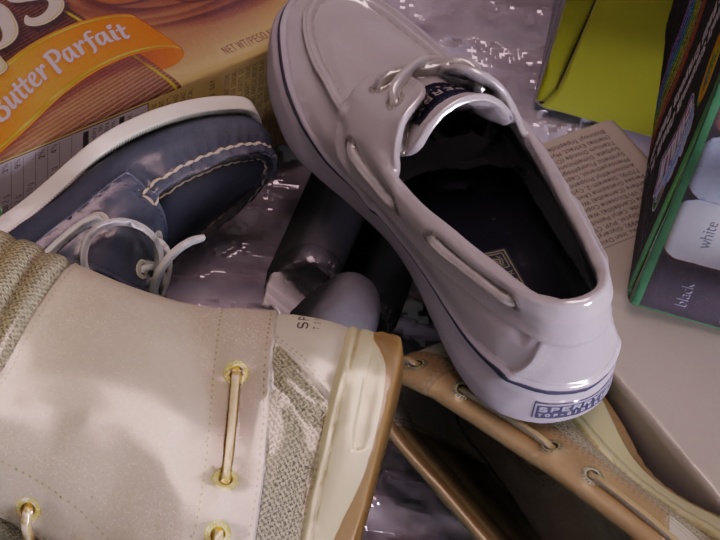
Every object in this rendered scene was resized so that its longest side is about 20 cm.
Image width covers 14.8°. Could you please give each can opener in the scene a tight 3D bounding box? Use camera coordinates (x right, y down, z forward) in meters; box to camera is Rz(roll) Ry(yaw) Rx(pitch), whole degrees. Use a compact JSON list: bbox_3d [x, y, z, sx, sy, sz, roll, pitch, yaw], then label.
[{"bbox_3d":[0.000,0.000,0.989,0.053,0.066,0.200,40,40,-17],"label":"can opener"}]

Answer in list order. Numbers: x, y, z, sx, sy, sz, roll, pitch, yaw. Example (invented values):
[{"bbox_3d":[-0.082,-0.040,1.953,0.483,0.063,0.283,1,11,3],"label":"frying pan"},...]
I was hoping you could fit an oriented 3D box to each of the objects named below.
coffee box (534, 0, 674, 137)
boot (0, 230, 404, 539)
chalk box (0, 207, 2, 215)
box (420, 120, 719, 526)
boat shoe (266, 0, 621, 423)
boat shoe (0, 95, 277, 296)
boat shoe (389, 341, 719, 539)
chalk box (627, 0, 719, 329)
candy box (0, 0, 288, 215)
[{"bbox_3d":[0.195,-0.173,1.099,0.199,0.201,0.198,14,46,0],"label":"coffee box"},{"bbox_3d":[-0.083,0.094,0.851,0.154,0.072,0.201,16,71,3],"label":"boot"},{"bbox_3d":[-0.219,0.030,0.841,0.123,0.124,0.201,24,82,12],"label":"chalk box"},{"bbox_3d":[0.110,0.043,0.971,0.082,0.069,0.200,-19,55,-27],"label":"box"},{"bbox_3d":[0.031,-0.041,0.940,0.073,0.066,0.200,-22,54,-24],"label":"boat shoe"},{"bbox_3d":[-0.101,0.005,0.953,0.200,0.075,0.062,-30,58,-32],"label":"boat shoe"},{"bbox_3d":[0.077,0.096,0.903,0.063,0.073,0.201,-11,51,-37],"label":"boat shoe"},{"bbox_3d":[0.170,-0.049,0.943,0.123,0.125,0.201,15,45,-2],"label":"chalk box"},{"bbox_3d":[-0.116,-0.072,1.027,0.199,0.056,0.115,-26,50,-31],"label":"candy box"}]
